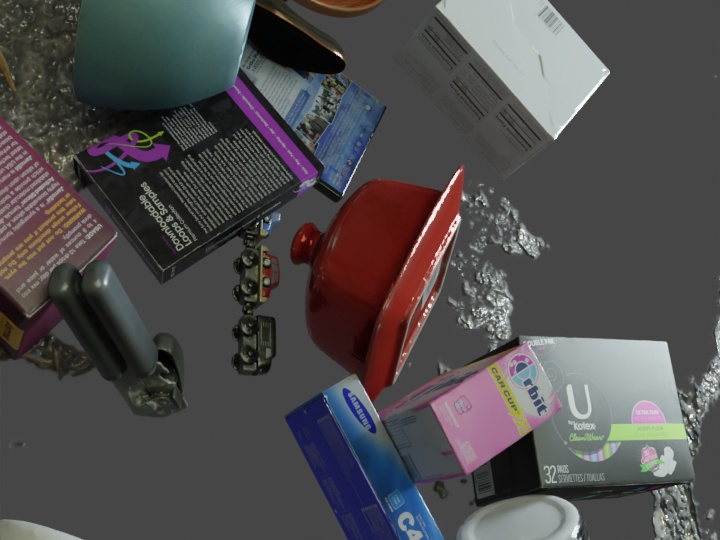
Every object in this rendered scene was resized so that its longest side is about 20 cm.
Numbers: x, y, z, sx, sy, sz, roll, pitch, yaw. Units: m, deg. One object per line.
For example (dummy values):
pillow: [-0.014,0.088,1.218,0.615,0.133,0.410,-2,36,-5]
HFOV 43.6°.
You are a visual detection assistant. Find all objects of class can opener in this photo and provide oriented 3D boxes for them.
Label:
can opener: [-0.189,0.053,0.731,0.052,0.202,0.068,-5,49,7]

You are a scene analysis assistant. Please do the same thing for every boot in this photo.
boot: [-0.094,-0.289,0.955,0.197,0.075,0.099,24,63,-15]

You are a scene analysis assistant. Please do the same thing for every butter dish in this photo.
butter dish: [0.000,0.000,0.866,0.145,0.202,0.201,25,57,11]

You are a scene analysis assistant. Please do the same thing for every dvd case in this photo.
dvd case: [-0.077,-0.183,0.977,0.198,0.018,0.144,34,59,-13]

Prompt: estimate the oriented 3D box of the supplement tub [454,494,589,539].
supplement tub: [0.162,0.319,0.810,0.121,0.122,0.205,-20,101,-33]

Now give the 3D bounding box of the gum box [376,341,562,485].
gum box: [0.077,0.138,0.821,0.112,0.200,0.067,-27,85,-27]

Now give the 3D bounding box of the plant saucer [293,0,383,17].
plant saucer: [-0.047,-0.389,1.071,0.196,0.032,0.205,11,65,-25]

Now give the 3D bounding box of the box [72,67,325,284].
box: [-0.152,-0.096,0.864,0.199,0.036,0.144,-34,77,-28]

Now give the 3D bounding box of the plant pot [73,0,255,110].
plant pot: [-0.169,-0.235,0.826,0.132,0.201,0.204,15,63,-10]

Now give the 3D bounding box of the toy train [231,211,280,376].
toy train: [-0.100,0.003,0.877,0.045,0.034,0.205,9,66,-27]

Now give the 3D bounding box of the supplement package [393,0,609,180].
supplement package: [0.170,-0.247,1.080,0.200,0.111,0.156,47,56,-4]

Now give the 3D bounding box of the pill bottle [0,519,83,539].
pill bottle: [-0.247,0.291,0.630,0.115,0.116,0.203,26,61,-16]

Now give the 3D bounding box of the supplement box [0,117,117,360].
supplement box: [-0.310,-0.045,0.727,0.200,0.131,0.103,44,58,-4]

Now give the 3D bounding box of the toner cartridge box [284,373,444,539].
toner cartridge box: [0.009,0.203,0.817,0.043,0.095,0.203,-24,83,-34]

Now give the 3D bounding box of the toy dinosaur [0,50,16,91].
toy dinosaur: [-0.393,-0.246,0.821,0.196,0.060,0.108,19,86,-14]

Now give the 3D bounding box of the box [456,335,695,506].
box: [0.220,0.158,0.932,0.196,0.124,0.152,3,68,-25]
